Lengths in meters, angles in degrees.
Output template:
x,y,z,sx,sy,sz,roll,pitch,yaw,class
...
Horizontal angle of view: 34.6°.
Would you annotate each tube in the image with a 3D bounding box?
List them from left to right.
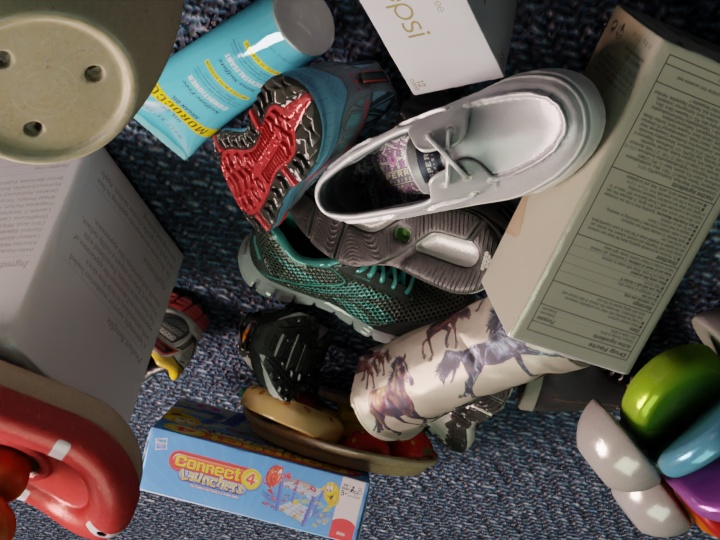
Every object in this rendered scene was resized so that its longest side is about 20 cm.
x,y,z,sx,sy,sz,roll,pitch,yaw,class
-0.098,-0.135,0.802,0.077,0.051,0.199,45,141,-20,tube

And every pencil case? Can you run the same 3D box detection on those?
x,y,z,sx,sy,sz,roll,pitch,yaw,class
0.087,0.064,0.872,0.199,0.078,0.089,-28,169,35,pencil case

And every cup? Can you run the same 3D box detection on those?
x,y,z,sx,sy,sz,roll,pitch,yaw,class
-0.187,-0.145,0.657,0.198,0.144,0.201,-11,139,-10,cup

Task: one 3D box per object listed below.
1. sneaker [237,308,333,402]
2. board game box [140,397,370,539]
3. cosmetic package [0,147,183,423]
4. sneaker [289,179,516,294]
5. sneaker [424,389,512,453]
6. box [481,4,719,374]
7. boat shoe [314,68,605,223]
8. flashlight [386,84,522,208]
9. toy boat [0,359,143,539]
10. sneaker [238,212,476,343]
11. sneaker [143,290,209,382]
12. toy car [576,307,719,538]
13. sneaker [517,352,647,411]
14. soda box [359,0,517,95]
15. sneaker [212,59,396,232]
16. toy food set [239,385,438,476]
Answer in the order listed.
x,y,z,sx,sy,sz,roll,pitch,yaw,class
-0.076,0.067,1.005,0.079,0.075,0.200,21,175,6,sneaker
-0.093,0.181,1.079,0.198,0.056,0.196,15,180,-2,board game box
-0.272,0.024,0.946,0.163,0.201,0.165,-3,142,22,cosmetic package
0.043,-0.034,0.864,0.199,0.076,0.115,26,-166,32,sneaker
0.097,0.085,1.006,0.077,0.085,0.200,34,153,6,sneaker
0.161,-0.046,0.710,0.094,0.078,0.201,18,113,-18,box
0.051,-0.069,0.698,0.199,0.068,0.073,-7,101,43,boat shoe
0.117,-0.073,0.799,0.198,0.068,0.068,23,150,-5,flashlight
-0.257,0.149,0.824,0.199,0.132,0.130,24,142,-18,toy boat
0.000,0.000,0.921,0.198,0.078,0.091,14,153,-3,sneaker
-0.243,0.070,1.107,0.198,0.083,0.078,-7,141,28,sneaker
0.285,0.146,0.925,0.175,0.150,0.200,-38,131,2,toy car
0.194,0.058,0.958,0.105,0.075,0.201,4,151,1,sneaker
0.023,-0.194,0.647,0.063,0.069,0.200,-7,141,28,soda box
-0.035,-0.087,0.806,0.080,0.095,0.200,65,154,0,sneaker
-0.021,0.146,1.097,0.198,0.049,0.198,14,-179,-4,toy food set
